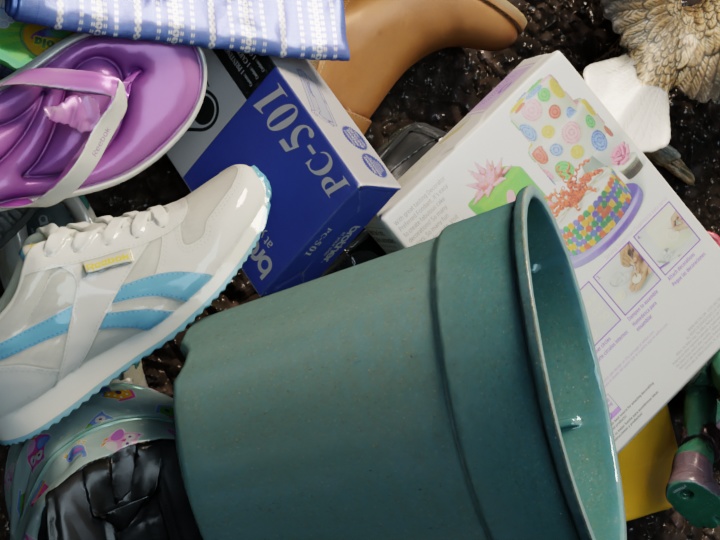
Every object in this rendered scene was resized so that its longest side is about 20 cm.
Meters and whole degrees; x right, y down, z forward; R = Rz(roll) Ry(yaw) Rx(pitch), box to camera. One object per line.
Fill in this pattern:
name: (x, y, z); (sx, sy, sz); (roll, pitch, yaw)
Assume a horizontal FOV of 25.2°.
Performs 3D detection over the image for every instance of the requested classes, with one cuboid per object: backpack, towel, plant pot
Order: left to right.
backpack: (-0.130, 0.167, 0.900); (0.166, 0.126, 0.202); (-18, 116, -23)
towel: (-0.098, -0.192, 0.872); (0.198, 0.024, 0.146); (3, 74, -28)
plant pot: (0.019, 0.076, 0.833); (0.194, 0.200, 0.202); (-13, 89, 15)

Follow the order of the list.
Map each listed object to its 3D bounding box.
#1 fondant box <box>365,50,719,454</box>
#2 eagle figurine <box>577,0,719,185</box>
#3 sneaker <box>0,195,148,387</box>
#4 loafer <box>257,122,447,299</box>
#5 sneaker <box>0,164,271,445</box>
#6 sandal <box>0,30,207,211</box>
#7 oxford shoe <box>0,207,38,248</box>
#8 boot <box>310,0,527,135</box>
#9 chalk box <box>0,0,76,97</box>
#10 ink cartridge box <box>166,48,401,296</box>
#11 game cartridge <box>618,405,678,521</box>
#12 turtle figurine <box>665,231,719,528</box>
fondant box: (0.119, -0.005, 0.946); (0.144, 0.058, 0.200); (-43, 102, -8)
eagle figurine: (0.209, -0.171, 1.032); (0.151, 0.200, 0.151); (8, 38, -47)
sneaker: (-0.167, 0.032, 0.933); (0.070, 0.093, 0.201); (-17, 90, -16)
loafer: (0.000, 0.000, 0.980); (0.201, 0.070, 0.068); (-52, 132, -2)
sneaker: (-0.134, 0.003, 0.856); (0.200, 0.076, 0.081); (-39, 106, -6)
sandal: (-0.167, -0.070, 0.840); (0.201, 0.050, 0.083); (-26, 104, -16)
oxford shoe: (-0.262, -0.021, 0.898); (0.199, 0.084, 0.073); (-27, 102, 7)
boot: (0.000, -0.117, 1.003); (0.198, 0.077, 0.157); (11, 85, -18)
chalk box: (-0.202, -0.162, 0.918); (0.123, 0.124, 0.201); (28, 78, -18)
ink cartridge box: (-0.069, -0.091, 0.930); (0.044, 0.094, 0.201); (0, 50, -55)
game cartridge: (0.111, 0.075, 1.046); (0.175, 0.032, 0.202); (-12, 87, -17)
turtle figurine: (0.240, 0.061, 1.040); (0.100, 0.151, 0.201); (15, 41, 3)
